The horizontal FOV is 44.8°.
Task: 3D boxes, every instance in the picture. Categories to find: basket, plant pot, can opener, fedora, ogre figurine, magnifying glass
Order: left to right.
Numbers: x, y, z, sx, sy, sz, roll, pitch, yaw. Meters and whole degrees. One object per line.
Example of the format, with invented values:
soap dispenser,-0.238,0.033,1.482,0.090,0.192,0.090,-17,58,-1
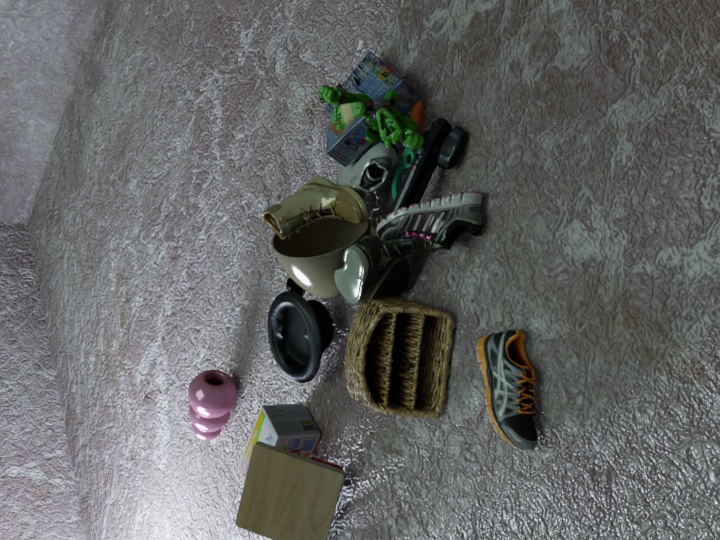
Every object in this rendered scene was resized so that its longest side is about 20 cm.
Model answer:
fedora,-0.116,0.135,1.871,0.200,0.091,0.202,20,117,44
plant pot,-0.066,-0.023,1.763,0.200,0.199,0.135,31,143,51
ogre figurine,0.032,-0.273,1.556,0.198,0.120,0.099,11,105,18
basket,0.065,0.157,1.579,0.149,0.142,0.202,19,104,55
magnifying glass,0.096,-0.219,1.660,0.079,0.022,0.202,21,104,55
can opener,0.111,-0.180,1.566,0.201,0.063,0.079,-57,36,9

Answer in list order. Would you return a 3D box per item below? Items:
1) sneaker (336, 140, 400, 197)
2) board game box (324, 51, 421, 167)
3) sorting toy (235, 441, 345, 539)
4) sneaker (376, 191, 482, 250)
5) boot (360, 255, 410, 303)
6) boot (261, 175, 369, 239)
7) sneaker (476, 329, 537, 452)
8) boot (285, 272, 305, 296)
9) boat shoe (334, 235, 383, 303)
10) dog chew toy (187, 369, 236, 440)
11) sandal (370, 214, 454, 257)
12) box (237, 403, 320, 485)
sneaker,0.004,-0.181,1.720,0.200,0.076,0.081,-47,27,49
board game box,-0.005,-0.314,1.703,0.200,0.062,0.200,-50,40,11
sorting toy,-0.144,0.469,1.841,0.070,0.197,0.202,-51,-23,-71
sneaker,0.123,-0.073,1.519,0.198,0.074,0.088,-15,82,17
boot,0.033,0.018,1.673,0.097,0.074,0.201,62,146,33
boot,-0.090,-0.111,1.716,0.200,0.155,0.073,30,145,45
sneaker,0.243,0.186,1.383,0.077,0.078,0.201,-33,63,39
boot,-0.132,-0.039,1.867,0.201,0.070,0.147,78,-164,-48
boat shoe,0.000,0.000,1.621,0.072,0.060,0.201,49,157,11
dog chew toy,-0.386,0.354,2.242,0.125,0.124,0.201,49,134,44
sandal,0.102,-0.069,1.624,0.199,0.054,0.082,-7,88,40
box,-0.185,0.407,1.951,0.102,0.112,0.201,53,130,44
